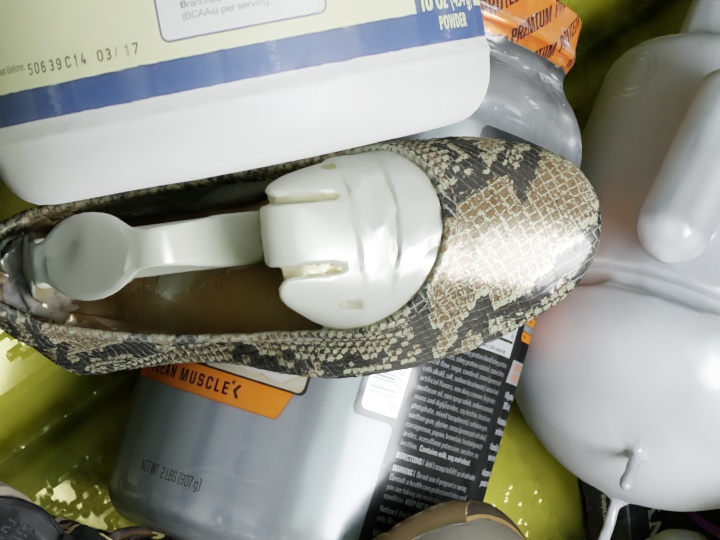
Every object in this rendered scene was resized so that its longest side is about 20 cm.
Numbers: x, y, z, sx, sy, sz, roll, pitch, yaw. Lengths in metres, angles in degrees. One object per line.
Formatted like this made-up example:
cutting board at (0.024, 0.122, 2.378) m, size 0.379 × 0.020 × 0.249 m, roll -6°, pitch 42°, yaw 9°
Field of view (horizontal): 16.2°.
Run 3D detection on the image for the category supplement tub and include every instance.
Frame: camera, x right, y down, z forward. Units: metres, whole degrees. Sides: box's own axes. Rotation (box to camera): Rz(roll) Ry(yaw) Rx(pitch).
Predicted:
supplement tub at (0.000, 0.000, 0.830) m, size 0.122 × 0.122 × 0.202 m, roll 18°, pitch 86°, yaw -27°
supplement tub at (-0.049, -0.129, 0.703) m, size 0.144 × 0.145 × 0.202 m, roll -13°, pitch 95°, yaw -25°

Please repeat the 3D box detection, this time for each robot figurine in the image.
robot figurine at (0.120, -0.001, 0.884) m, size 0.170 × 0.112 × 0.201 m, roll 69°, pitch 40°, yaw -60°

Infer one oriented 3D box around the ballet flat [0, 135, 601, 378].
ballet flat at (-0.032, -0.003, 0.733) m, size 0.075 × 0.199 × 0.068 m, roll 18°, pitch 68°, yaw -58°

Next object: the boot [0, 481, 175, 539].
boot at (-0.032, 0.121, 0.726) m, size 0.074 × 0.150 × 0.200 m, roll -68°, pitch 152°, yaw -16°

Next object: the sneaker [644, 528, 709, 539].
sneaker at (0.037, 0.140, 0.881) m, size 0.199 × 0.070 × 0.081 m, roll -32°, pitch 99°, yaw -8°

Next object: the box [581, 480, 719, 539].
box at (0.182, 0.129, 0.984) m, size 0.199 × 0.036 × 0.144 m, roll -11°, pitch 100°, yaw -24°

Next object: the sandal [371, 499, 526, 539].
sandal at (0.061, 0.147, 0.805) m, size 0.081 × 0.055 × 0.200 m, roll -33°, pitch 131°, yaw 0°
